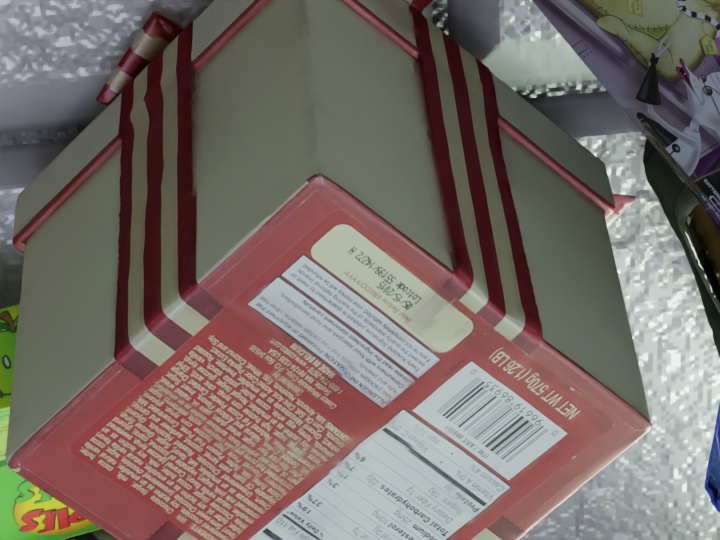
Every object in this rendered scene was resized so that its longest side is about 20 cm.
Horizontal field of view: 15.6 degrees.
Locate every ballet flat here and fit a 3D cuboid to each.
[{"bbox_3d":[0.168,0.019,1.041,0.068,0.069,0.200,-30,122,13],"label":"ballet flat"}]

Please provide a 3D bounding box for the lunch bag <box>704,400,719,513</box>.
[{"bbox_3d":[0.226,0.009,0.926,0.170,0.128,0.200,-22,163,-40],"label":"lunch bag"}]

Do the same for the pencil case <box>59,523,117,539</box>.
[{"bbox_3d":[-0.032,0.130,1.090,0.199,0.089,0.078,-4,105,-4],"label":"pencil case"}]

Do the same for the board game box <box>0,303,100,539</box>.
[{"bbox_3d":[-0.182,0.076,1.011,0.199,0.048,0.102,-15,145,-14],"label":"board game box"}]

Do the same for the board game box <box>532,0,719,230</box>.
[{"bbox_3d":[0.100,-0.116,0.880,0.200,0.032,0.120,50,138,2],"label":"board game box"}]

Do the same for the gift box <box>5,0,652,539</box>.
[{"bbox_3d":[0.000,0.000,0.938,0.200,0.187,0.184,-38,120,20],"label":"gift box"}]
